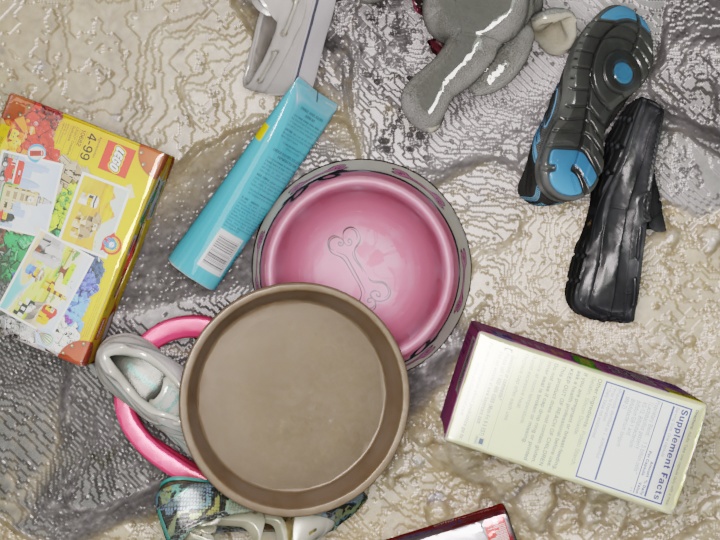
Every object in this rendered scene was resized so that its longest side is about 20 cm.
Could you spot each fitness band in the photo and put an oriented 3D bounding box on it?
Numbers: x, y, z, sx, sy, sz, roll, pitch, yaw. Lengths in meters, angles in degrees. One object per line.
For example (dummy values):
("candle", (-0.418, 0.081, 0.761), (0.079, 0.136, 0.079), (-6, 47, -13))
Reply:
("fitness band", (-0.124, 0.127, 1.719), (0.200, 0.037, 0.144), (31, 89, 0))

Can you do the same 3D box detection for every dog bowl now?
("dog bowl", (0.000, 0.000, 1.693), (0.199, 0.074, 0.201), (0, 91, 2))

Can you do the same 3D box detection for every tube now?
("tube", (-0.094, -0.077, 1.699), (0.050, 0.077, 0.200), (38, 95, 24))

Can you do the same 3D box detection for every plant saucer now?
("plant saucer", (-0.057, 0.109, 1.631), (0.199, 0.029, 0.201), (-1, 94, -11))

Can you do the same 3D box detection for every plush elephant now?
("plush elephant", (0.101, -0.230, 1.658), (0.200, 0.155, 0.165), (-34, 81, 9))

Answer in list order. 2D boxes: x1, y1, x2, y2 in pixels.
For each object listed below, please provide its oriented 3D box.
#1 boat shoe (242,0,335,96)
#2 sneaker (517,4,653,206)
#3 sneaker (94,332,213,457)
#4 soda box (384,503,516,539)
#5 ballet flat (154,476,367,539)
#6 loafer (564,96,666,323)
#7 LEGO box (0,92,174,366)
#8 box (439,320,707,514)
("boat shoe", (-0.062, -0.238, 1.653), (0.065, 0.072, 0.201), (1, 133, -17))
("sneaker", (0.191, -0.146, 1.686), (0.073, 0.082, 0.201), (33, 69, -13))
("sneaker", (-0.149, 0.124, 1.663), (0.200, 0.080, 0.071), (31, 87, 0))
("soda box", (0.044, 0.268, 1.698), (0.199, 0.070, 0.064), (-17, 90, 2))
("ballet flat", (-0.084, 0.221, 1.671), (0.199, 0.074, 0.075), (4, 91, -23))
("loafer", (0.237, -0.052, 1.693), (0.070, 0.068, 0.201), (14, 94, -10))
("LEGO box", (-0.272, -0.036, 1.697), (0.148, 0.077, 0.201), (21, 91, 1))
("box", (0.177, 0.121, 1.639), (0.199, 0.176, 0.097), (19, 92, 1))
